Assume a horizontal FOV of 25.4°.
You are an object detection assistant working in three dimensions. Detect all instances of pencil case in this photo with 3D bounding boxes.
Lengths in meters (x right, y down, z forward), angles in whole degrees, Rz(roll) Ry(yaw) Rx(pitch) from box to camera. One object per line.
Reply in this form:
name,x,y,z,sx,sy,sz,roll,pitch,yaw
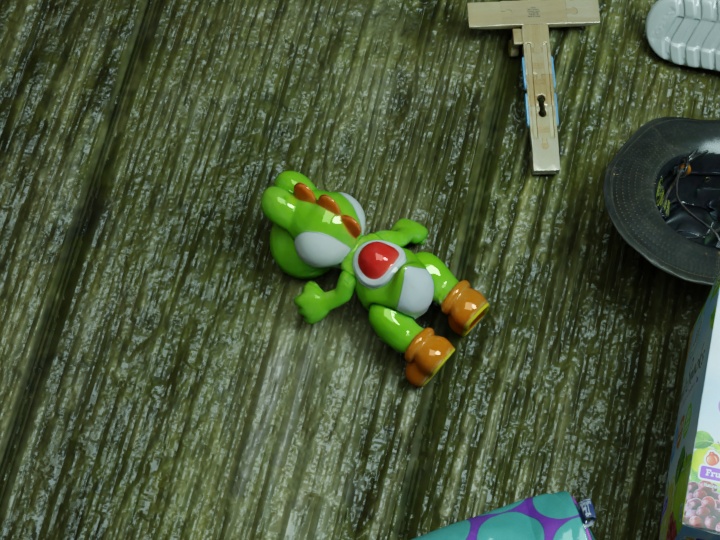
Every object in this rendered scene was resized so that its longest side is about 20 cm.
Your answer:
pencil case,0.084,0.231,1.181,0.198,0.086,0.093,-19,34,-1

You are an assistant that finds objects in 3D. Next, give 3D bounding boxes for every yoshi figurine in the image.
yoshi figurine,0.001,0.001,1.294,0.200,0.112,0.112,40,117,4

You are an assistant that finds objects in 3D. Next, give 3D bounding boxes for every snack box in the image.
snack box,0.267,0.116,1.166,0.067,0.169,0.202,12,68,7

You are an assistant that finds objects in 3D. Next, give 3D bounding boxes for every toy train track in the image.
toy train track,0.150,-0.176,1.372,0.113,0.033,0.202,-2,73,-3

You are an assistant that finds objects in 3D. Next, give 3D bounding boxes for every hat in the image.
hat,0.288,-0.035,1.266,0.198,0.081,0.202,0,48,0

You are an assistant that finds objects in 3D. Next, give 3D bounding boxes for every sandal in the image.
sandal,0.343,-0.195,1.345,0.201,0.083,0.050,21,28,15
